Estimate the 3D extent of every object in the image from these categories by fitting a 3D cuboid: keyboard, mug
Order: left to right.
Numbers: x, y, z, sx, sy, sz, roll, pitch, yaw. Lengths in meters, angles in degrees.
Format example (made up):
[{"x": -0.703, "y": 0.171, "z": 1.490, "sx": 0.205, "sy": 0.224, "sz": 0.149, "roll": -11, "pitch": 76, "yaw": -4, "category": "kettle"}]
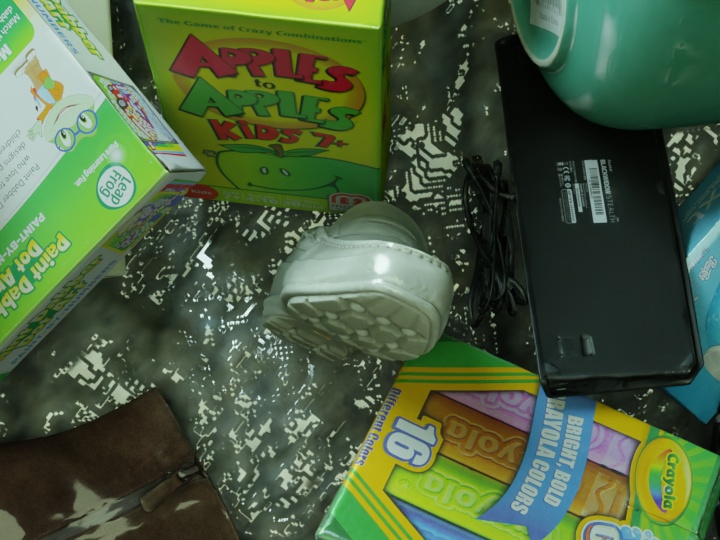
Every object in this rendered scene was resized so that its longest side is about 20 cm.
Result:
[{"x": 0.096, "y": -0.027, "z": 0.866, "sx": 0.103, "sy": 0.040, "sz": 0.201, "roll": -2, "pitch": 57, "yaw": -3, "category": "keyboard"}, {"x": 0.133, "y": -0.148, "z": 0.809, "sx": 0.113, "sy": 0.186, "sz": 0.153, "roll": -7, "pitch": 60, "yaw": -11, "category": "mug"}]

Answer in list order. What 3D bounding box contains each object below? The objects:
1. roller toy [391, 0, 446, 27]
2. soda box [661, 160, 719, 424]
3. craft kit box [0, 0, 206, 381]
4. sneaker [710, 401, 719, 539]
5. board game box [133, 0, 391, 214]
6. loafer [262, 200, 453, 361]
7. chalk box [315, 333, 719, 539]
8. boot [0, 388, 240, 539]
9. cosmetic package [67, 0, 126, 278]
[{"x": -0.016, "y": -0.207, "z": 0.847, "sx": 0.199, "sy": 0.140, "sz": 0.183, "roll": -30, "pitch": 80, "yaw": 1, "category": "roller toy"}, {"x": 0.201, "y": -0.027, "z": 0.873, "sx": 0.064, "sy": 0.068, "sz": 0.200, "roll": 40, "pitch": 94, "yaw": -10, "category": "soda box"}, {"x": -0.199, "y": -0.050, "z": 0.805, "sx": 0.200, "sy": 0.048, "sz": 0.198, "roll": -43, "pitch": 77, "yaw": 17, "category": "craft kit box"}, {"x": 0.206, "y": 0.122, "z": 0.830, "sx": 0.080, "sy": 0.074, "sz": 0.202, "roll": -5, "pitch": 101, "yaw": -4, "category": "sneaker"}, {"x": -0.037, "y": -0.087, "z": 0.822, "sx": 0.101, "sy": 0.200, "sz": 0.048, "roll": 7, "pitch": 70, "yaw": 3, "category": "board game box"}, {"x": 0.000, "y": 0.000, "z": 0.827, "sx": 0.070, "sy": 0.200, "sz": 0.070, "roll": 27, "pitch": 81, "yaw": -14, "category": "loafer"}, {"x": 0.086, "y": 0.138, "z": 0.832, "sx": 0.199, "sy": 0.125, "sz": 0.124, "roll": 24, "pitch": 57, "yaw": 7, "category": "chalk box"}, {"x": -0.172, "y": 0.105, "z": 0.918, "sx": 0.166, "sy": 0.072, "sz": 0.201, "roll": -34, "pitch": 89, "yaw": -8, "category": "boot"}, {"x": -0.172, "y": -0.094, "z": 0.871, "sx": 0.073, "sy": 0.103, "sz": 0.202, "roll": -6, "pitch": 93, "yaw": -41, "category": "cosmetic package"}]
